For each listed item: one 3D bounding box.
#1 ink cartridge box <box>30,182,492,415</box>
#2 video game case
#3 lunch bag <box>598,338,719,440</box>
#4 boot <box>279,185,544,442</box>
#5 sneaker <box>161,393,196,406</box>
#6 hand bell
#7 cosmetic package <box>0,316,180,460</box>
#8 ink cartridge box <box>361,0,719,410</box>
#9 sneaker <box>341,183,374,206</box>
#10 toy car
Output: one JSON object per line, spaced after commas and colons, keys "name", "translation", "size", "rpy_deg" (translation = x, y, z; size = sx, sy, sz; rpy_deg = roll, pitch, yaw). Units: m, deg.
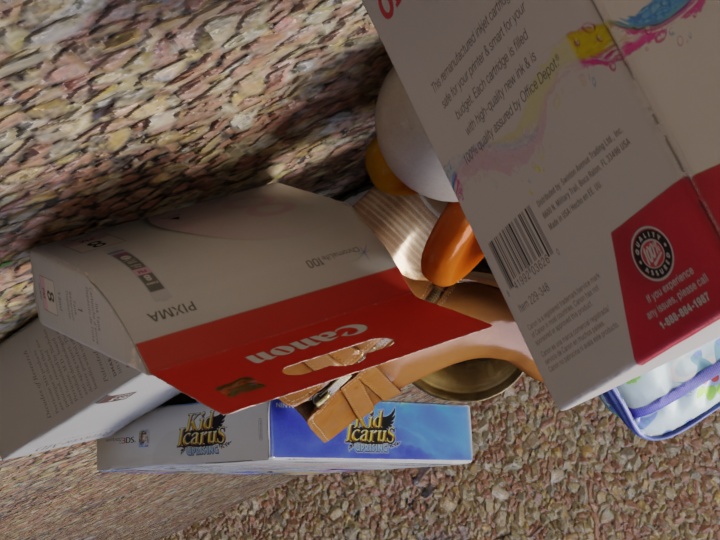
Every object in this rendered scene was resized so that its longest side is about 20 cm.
{"name": "ink cartridge box", "translation": [-0.055, 0.006, 0.805], "size": [0.161, 0.058, 0.199], "rpy_deg": [-16, -164, -32]}
{"name": "video game case", "translation": [-0.052, 0.117, 1.108], "size": [0.180, 0.046, 0.199], "rpy_deg": [-11, 166, 43]}
{"name": "lunch bag", "translation": [0.209, -0.005, 0.932], "size": [0.199, 0.162, 0.083], "rpy_deg": [-30, -151, -1]}
{"name": "boot", "translation": [0.032, 0.051, 0.969], "size": [0.156, 0.077, 0.200], "rpy_deg": [-50, 127, -1]}
{"name": "sneaker", "translation": [-0.145, 0.072, 1.129], "size": [0.081, 0.078, 0.200], "rpy_deg": [-12, 165, -17]}
{"name": "hand bell", "translation": [0.083, 0.004, 1.177], "size": [0.104, 0.105, 0.200], "rpy_deg": [-27, -162, 20]}
{"name": "cosmetic package", "translation": [-0.146, 0.047, 0.997], "size": [0.199, 0.075, 0.101], "rpy_deg": [-33, 165, 36]}
{"name": "ink cartridge box", "translation": [0.092, -0.068, 0.596], "size": [0.085, 0.202, 0.148], "rpy_deg": [-19, 169, -24]}
{"name": "sneaker", "translation": [0.000, 0.000, 1.047], "size": [0.199, 0.088, 0.074], "rpy_deg": [-33, 165, 34]}
{"name": "toy car", "translation": [0.109, -0.058, 0.822], "size": [0.199, 0.151, 0.175], "rpy_deg": [-25, 169, 9]}
